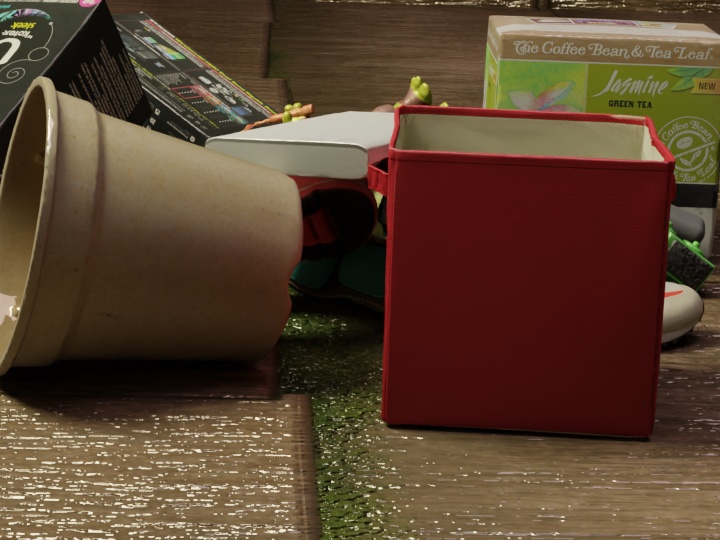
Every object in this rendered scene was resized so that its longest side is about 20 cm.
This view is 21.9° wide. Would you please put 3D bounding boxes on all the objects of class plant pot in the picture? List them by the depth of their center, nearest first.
[{"bbox_3d":[-0.144,-0.014,1.256,0.183,0.201,0.200,10,11,-19],"label":"plant pot"}]

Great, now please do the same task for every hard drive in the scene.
[{"bbox_3d":[-0.006,-0.095,1.382,0.132,0.026,0.200,5,11,28],"label":"hard drive"}]

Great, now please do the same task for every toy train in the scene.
[{"bbox_3d":[0.203,-0.049,1.501,0.200,0.042,0.056,35,8,-12],"label":"toy train"}]

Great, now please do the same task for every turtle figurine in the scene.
[{"bbox_3d":[-0.002,-0.097,1.545,0.161,0.064,0.200,-22,28,-13],"label":"turtle figurine"}]

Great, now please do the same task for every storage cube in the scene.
[{"bbox_3d":[0.103,-0.005,1.222,0.200,0.180,0.171,2,14,2],"label":"storage cube"}]

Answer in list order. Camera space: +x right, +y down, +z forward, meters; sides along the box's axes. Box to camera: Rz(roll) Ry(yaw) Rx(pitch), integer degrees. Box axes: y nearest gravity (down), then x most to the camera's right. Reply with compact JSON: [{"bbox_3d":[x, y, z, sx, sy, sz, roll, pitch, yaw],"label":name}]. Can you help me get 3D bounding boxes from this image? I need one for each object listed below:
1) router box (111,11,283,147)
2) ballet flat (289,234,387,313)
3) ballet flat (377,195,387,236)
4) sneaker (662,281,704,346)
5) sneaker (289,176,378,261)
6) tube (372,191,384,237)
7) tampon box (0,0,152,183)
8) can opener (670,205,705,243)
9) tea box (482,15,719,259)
[{"bbox_3d":[-0.181,-0.157,1.697,0.200,0.062,0.150,38,24,18],"label":"router box"},{"bbox_3d":[0.000,0.000,1.452,0.065,0.071,0.200,26,1,-37],"label":"ballet flat"},{"bbox_3d":[0.104,-0.057,1.433,0.200,0.074,0.074,0,13,-37],"label":"ballet flat"},{"bbox_3d":[0.159,0.005,1.360,0.200,0.093,0.070,0,15,-9],"label":"sneaker"},{"bbox_3d":[-0.081,-0.034,1.427,0.200,0.074,0.087,-15,31,9],"label":"sneaker"},{"bbox_3d":[0.004,-0.048,1.588,0.200,0.052,0.058,-8,-34,46],"label":"tube"},{"bbox_3d":[-0.294,-0.118,1.527,0.150,0.126,0.200,4,45,28],"label":"tampon box"},{"bbox_3d":[0.190,-0.048,1.559,0.200,0.053,0.067,22,36,-5],"label":"can opener"},{"bbox_3d":[0.210,-0.120,1.647,0.200,0.197,0.134,1,14,0],"label":"tea box"}]
